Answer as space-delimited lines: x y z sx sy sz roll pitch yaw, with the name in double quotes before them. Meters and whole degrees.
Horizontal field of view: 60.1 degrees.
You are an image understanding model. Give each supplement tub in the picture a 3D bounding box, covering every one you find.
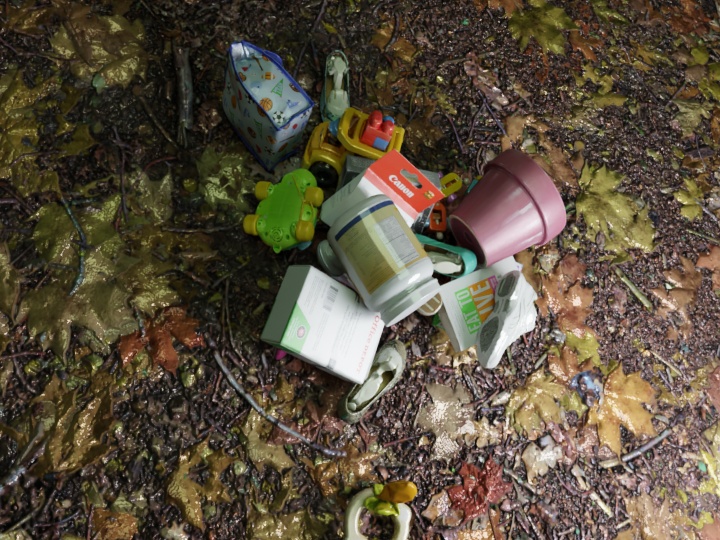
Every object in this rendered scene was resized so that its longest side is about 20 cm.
"supplement tub" 0.043 -0.017 1.121 0.142 0.145 0.203 -28 80 -23

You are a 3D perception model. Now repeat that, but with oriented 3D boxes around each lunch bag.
"lunch bag" -0.200 -0.340 1.260 0.200 0.170 0.123 47 62 5

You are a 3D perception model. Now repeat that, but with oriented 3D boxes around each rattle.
"rattle" 0.024 0.466 1.053 0.131 0.142 0.200 51 58 -14

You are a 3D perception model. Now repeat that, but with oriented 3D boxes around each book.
"book" 0.252 0.068 1.268 0.196 0.048 0.136 -21 83 -22

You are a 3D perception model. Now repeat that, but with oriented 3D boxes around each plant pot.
"plant pot" 0.284 -0.110 1.262 0.177 0.200 0.202 -36 82 -7

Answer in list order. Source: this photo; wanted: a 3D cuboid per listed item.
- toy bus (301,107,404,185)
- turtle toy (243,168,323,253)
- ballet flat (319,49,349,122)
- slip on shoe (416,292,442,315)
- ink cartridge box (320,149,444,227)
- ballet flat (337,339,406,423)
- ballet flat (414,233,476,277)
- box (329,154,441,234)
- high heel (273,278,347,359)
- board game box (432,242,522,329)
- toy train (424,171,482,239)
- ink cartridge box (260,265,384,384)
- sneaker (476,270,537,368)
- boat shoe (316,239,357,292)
"toy bus" -0.007 -0.260 1.268 0.195 0.193 0.138 20 59 -5
"turtle toy" -0.138 -0.121 1.235 0.142 0.102 0.204 8 65 14
"ballet flat" -0.054 -0.399 1.380 0.072 0.074 0.205 0 71 -15
"slip on shoe" 0.082 0.006 1.225 0.200 0.061 0.076 44 82 3
"ink cartridge box" 0.043 -0.122 1.209 0.159 0.198 0.048 35 38 -32
"ballet flat" 0.033 0.206 1.180 0.068 0.075 0.200 42 65 4
"ballet flat" 0.136 -0.030 1.256 0.195 0.069 0.070 12 22 19
"box" 0.046 -0.141 1.263 0.195 0.160 0.049 9 48 -13
"high heel" -0.090 0.099 1.194 0.094 0.068 0.202 29 56 -2
"board game box" 0.250 0.049 1.318 0.150 0.040 0.204 25 66 -6
"toy train" 0.214 -0.137 1.368 0.195 0.056 0.154 -2 76 -19
"ink cartridge box" -0.063 0.101 1.137 0.198 0.083 0.149 33 71 -33
"sneaker" 0.298 0.107 1.216 0.098 0.078 0.203 32 75 -19
"boat shoe" -0.002 0.004 1.237 0.202 0.086 0.075 45 65 3
